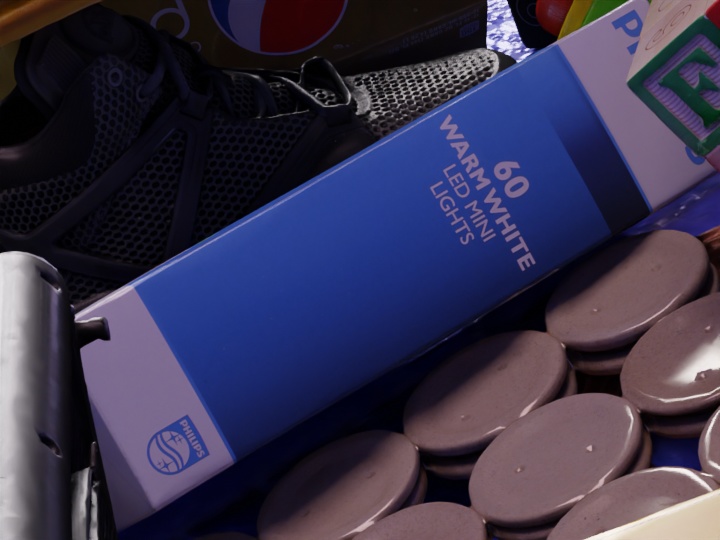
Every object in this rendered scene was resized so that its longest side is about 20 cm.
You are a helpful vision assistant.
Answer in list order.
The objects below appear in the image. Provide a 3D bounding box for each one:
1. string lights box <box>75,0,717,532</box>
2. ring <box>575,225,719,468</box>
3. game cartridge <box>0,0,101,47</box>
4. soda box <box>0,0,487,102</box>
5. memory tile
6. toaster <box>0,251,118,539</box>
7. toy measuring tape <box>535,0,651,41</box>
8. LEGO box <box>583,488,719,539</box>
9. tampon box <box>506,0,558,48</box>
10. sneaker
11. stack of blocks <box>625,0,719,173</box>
[{"bbox_3d":[0.000,0.000,0.829,0.199,0.059,0.103,-30,-1,-18],"label":"string lights box"},{"bbox_3d":[0.138,0.031,0.768,0.199,0.019,0.201,-15,28,8],"label":"ring"},{"bbox_3d":[-0.068,-0.139,0.934,0.176,0.033,0.200,-18,24,44],"label":"game cartridge"},{"bbox_3d":[-0.058,-0.074,1.009,0.199,0.068,0.064,-23,-17,-5],"label":"soda box"},{"bbox_3d":[0.033,0.068,0.741,0.200,0.017,0.153,-34,27,-7],"label":"memory tile"},{"bbox_3d":[-0.093,0.121,0.576,0.118,0.182,0.200,-11,26,-2],"label":"toaster"},{"bbox_3d":[0.110,-0.118,0.926,0.201,0.073,0.074,-64,28,10],"label":"toy measuring tape"},{"bbox_3d":[0.092,0.126,0.563,0.148,0.077,0.200,-21,28,0],"label":"LEGO box"},{"bbox_3d":[0.143,-0.179,0.998,0.199,0.150,0.126,-3,34,31],"label":"tampon box"},{"bbox_3d":[-0.041,-0.048,0.932,0.198,0.115,0.076,-19,29,-1],"label":"sneaker"},{"bbox_3d":[0.147,-0.074,0.794,0.059,0.115,0.200,-42,13,31],"label":"stack of blocks"}]
